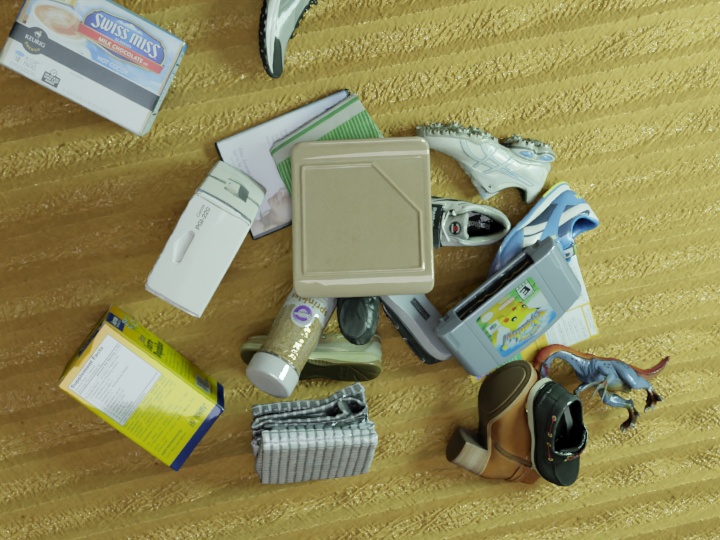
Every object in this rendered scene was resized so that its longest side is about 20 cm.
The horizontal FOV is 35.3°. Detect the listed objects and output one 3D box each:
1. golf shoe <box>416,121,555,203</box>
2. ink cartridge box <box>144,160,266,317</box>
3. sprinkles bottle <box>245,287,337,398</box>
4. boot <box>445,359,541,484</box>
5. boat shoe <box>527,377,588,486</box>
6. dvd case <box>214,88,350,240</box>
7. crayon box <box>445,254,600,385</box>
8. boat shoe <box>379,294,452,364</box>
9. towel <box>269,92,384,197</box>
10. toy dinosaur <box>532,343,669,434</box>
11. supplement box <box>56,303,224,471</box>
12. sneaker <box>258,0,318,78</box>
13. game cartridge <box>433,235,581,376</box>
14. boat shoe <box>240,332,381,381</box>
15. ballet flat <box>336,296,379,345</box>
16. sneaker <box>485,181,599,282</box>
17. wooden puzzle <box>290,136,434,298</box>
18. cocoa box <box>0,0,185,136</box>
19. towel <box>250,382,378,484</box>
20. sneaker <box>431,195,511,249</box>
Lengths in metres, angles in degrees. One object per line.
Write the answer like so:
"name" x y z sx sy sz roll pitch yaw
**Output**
"golf shoe" 0.166 -0.145 1.551 0.197 0.078 0.099 12 104 -8
"ink cartridge box" -0.194 -0.045 1.446 0.084 0.200 0.147 30 104 -6
"sprinkles bottle" -0.080 0.070 1.513 0.068 0.068 0.202 34 62 -12
"boot" 0.229 0.219 1.604 0.153 0.074 0.201 20 123 -25
"boat shoe" 0.278 0.237 1.569 0.073 0.063 0.203 -37 135 -24
"dvd case" -0.083 -0.144 1.546 0.197 0.018 0.145 -22 101 -3
"crayon box" 0.226 0.065 1.606 0.197 0.052 0.128 -21 102 -4
"boat shoe" 0.057 0.047 1.575 0.068 0.057 0.201 -35 88 -40
"towel" -0.016 -0.115 1.504 0.151 0.023 0.202 -31 81 -1
"toy dinosaur" 0.332 0.151 1.614 0.181 0.201 0.105 41 129 -5
"supplement box" -0.293 0.157 1.528 0.199 0.110 0.109 39 93 -13
"sneaker" -0.089 -0.352 1.482 0.078 0.074 0.204 10 99 -14
"game cartridge" 0.204 0.055 1.525 0.199 0.041 0.133 -39 139 4
"boat shoe" -0.068 0.110 1.576 0.197 0.074 0.064 4 56 -4
"ballet flat" 0.000 0.000 1.522 0.065 0.057 0.204 4 77 12
"sneaker" 0.247 -0.031 1.547 0.082 0.074 0.200 38 76 19
"wooden puzzle" 0.002 -0.068 1.469 0.181 0.037 0.204 -2 86 4
"cocoa box" -0.333 -0.276 1.432 0.198 0.133 0.133 27 95 -11
"towel" -0.066 0.224 1.530 0.162 0.201 0.087 -4 66 -5
"sneaker" 0.112 -0.068 1.547 0.196 0.088 0.076 -1 93 -7
